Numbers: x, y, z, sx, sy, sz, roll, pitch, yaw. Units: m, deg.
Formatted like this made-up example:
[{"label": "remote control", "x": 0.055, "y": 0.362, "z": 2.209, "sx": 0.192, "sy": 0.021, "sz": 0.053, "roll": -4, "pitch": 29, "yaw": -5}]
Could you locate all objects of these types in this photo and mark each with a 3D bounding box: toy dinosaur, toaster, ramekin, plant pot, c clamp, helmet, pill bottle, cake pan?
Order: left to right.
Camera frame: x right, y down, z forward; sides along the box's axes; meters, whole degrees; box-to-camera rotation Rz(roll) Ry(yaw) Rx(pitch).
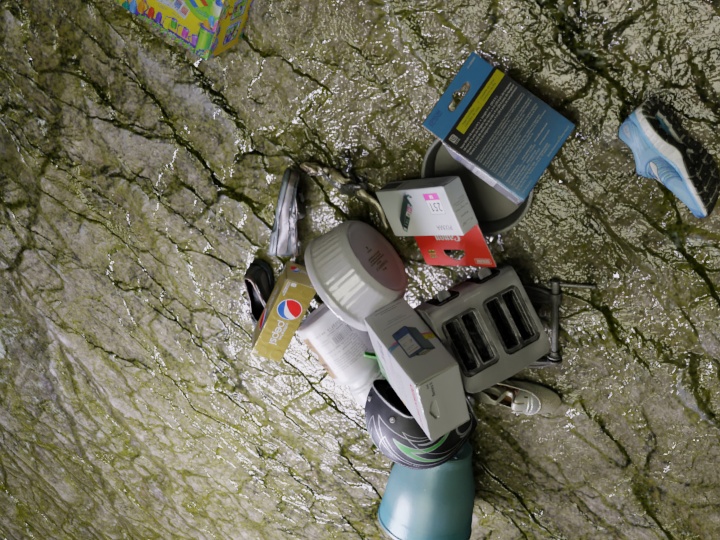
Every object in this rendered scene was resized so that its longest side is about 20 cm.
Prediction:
[{"label": "pill bottle", "x": -0.025, "y": 0.163, "z": 1.751, "sx": 0.114, "sy": 0.115, "sz": 0.201, "roll": -29, "pitch": 103, "yaw": 36}, {"label": "toy dinosaur", "x": -0.018, "y": -0.160, "z": 1.592, "sx": 0.199, "sy": 0.048, "sz": 0.089, "roll": 36, "pitch": 147, "yaw": 10}, {"label": "ramekin", "x": 0.000, "y": 0.000, "z": 1.596, "sx": 0.094, "sy": 0.203, "sz": 0.203, "roll": -40, "pitch": 96, "yaw": 26}, {"label": "helmet", "x": 0.106, "y": 0.274, "z": 1.650, "sx": 0.189, "sy": 0.200, "sz": 0.202, "roll": -32, "pitch": 105, "yaw": -4}, {"label": "plant pot", "x": 0.146, "y": 0.430, "z": 1.787, "sx": 0.197, "sy": 0.200, "sz": 0.191, "roll": 16, "pitch": 109, "yaw": 18}, {"label": "cake pan", "x": 0.201, "y": -0.155, "z": 1.492, "sx": 0.197, "sy": 0.037, "sz": 0.203, "roll": 13, "pitch": 123, "yaw": 20}, {"label": "toaster", "x": 0.211, "y": 0.109, "z": 1.524, "sx": 0.179, "sy": 0.119, "sz": 0.202, "roll": -26, "pitch": 89, "yaw": -7}, {"label": "c clamp", "x": 0.327, "y": 0.099, "z": 1.587, "sx": 0.168, "sy": 0.027, "sz": 0.203, "roll": 12, "pitch": 123, "yaw": 20}]

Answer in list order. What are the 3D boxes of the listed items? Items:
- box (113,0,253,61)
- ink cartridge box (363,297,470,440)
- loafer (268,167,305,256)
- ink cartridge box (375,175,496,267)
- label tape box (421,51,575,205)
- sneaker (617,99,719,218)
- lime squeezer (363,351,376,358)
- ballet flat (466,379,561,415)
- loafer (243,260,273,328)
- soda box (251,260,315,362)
[{"label": "box", "x": -0.284, "y": -0.501, "z": 1.480, "sx": 0.199, "sy": 0.122, "sz": 0.194, "roll": 34, "pitch": 128, "yaw": 6}, {"label": "ink cartridge box", "x": 0.097, "y": 0.168, "z": 1.512, "sx": 0.087, "sy": 0.200, "sz": 0.147, "roll": -25, "pitch": 129, "yaw": -10}, {"label": "loafer", "x": -0.131, "y": -0.108, "z": 1.674, "sx": 0.062, "sy": 0.073, "sz": 0.202, "roll": 12, "pitch": 133, "yaw": -6}, {"label": "ink cartridge box", "x": 0.128, "y": -0.073, "z": 1.526, "sx": 0.199, "sy": 0.043, "sz": 0.176, "roll": 3, "pitch": 123, "yaw": 57}, {"label": "label tape box", "x": 0.214, "y": -0.222, "z": 1.386, "sx": 0.199, "sy": 0.063, "sz": 0.145, "roll": 36, "pitch": 91, "yaw": 2}, {"label": "sneaker", "x": 0.469, "y": -0.163, "z": 1.343, "sx": 0.201, "sy": 0.078, "sz": 0.090, "roll": 52, "pitch": 146, "yaw": -5}, {"label": "lime squeezer", "x": 0.109, "y": 0.162, "z": 1.706, "sx": 0.197, "sy": 0.038, "sz": 0.071, "roll": -14, "pitch": 154, "yaw": 9}, {"label": "ballet flat", "x": 0.280, "y": 0.242, "z": 1.675, "sx": 0.197, "sy": 0.062, "sz": 0.068, "roll": 14, "pitch": 124, "yaw": 19}, {"label": "loafer", "x": -0.209, "y": 0.080, "z": 1.827, "sx": 0.071, "sy": 0.063, "sz": 0.203, "roll": 5, "pitch": 120, "yaw": 26}, {"label": "soda box", "x": -0.154, "y": 0.084, "z": 1.759, "sx": 0.067, "sy": 0.064, "sz": 0.202, "roll": 18, "pitch": 122, "yaw": -17}]
